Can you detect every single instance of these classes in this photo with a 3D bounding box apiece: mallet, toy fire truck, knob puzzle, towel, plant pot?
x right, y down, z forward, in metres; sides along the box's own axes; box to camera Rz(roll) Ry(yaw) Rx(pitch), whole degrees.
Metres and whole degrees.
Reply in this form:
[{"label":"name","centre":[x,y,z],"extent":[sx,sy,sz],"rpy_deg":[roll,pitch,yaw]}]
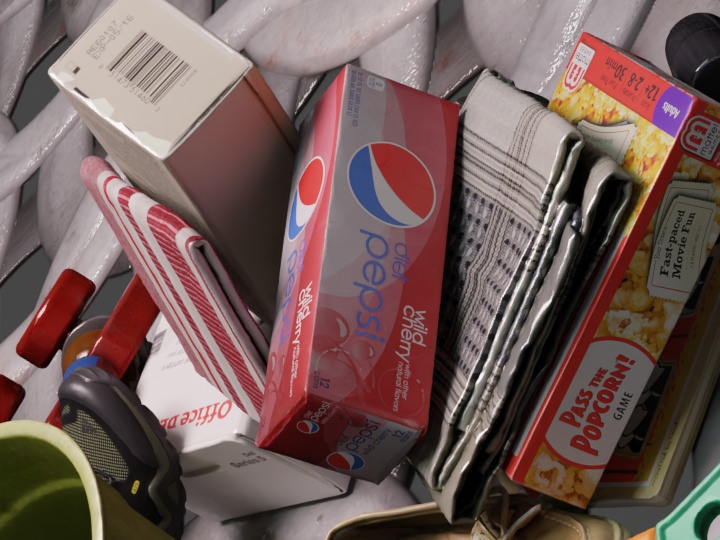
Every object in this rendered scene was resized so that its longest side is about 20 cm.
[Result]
[{"label":"mallet","centre":[0.129,-0.056,1.505],"extent":[0.200,0.041,0.066],"rpy_deg":[-43,23,21]},{"label":"toy fire truck","centre":[-0.177,0.093,1.766],"extent":[0.200,0.112,0.168],"rpy_deg":[-57,6,7]},{"label":"knob puzzle","centre":[0.117,0.033,1.463],"extent":[0.220,0.030,0.220],"rpy_deg":[-41,32,33]},{"label":"towel","centre":[0.054,0.006,1.416],"extent":[0.193,0.034,0.200],"rpy_deg":[-65,22,9]},{"label":"plant pot","centre":[-0.139,0.207,1.527],"extent":[0.200,0.190,0.201],"rpy_deg":[-25,51,34]},{"label":"towel","centre":[-0.082,0.017,1.514],"extent":[0.023,0.144,0.200],"rpy_deg":[-34,23,-11]}]

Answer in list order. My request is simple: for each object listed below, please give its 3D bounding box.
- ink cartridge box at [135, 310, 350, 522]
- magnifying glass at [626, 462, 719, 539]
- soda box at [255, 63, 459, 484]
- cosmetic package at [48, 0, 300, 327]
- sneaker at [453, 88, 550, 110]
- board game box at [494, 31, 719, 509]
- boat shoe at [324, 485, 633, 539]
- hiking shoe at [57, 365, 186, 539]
[{"label":"ink cartridge box","centre":[-0.052,0.037,1.691],"extent":[0.145,0.084,0.201],"rpy_deg":[-18,48,53]},{"label":"magnifying glass","centre":[0.154,0.117,1.286],"extent":[0.200,0.022,0.080],"rpy_deg":[-31,42,31]},{"label":"soda box","centre":[0.000,0.000,1.430],"extent":[0.063,0.070,0.201],"rpy_deg":[132,151,-51]},{"label":"cosmetic package","centre":[-0.077,-0.055,1.546],"extent":[0.073,0.200,0.103],"rpy_deg":[-47,56,-9]},{"label":"sneaker","centre":[0.044,-0.019,1.582],"extent":[0.200,0.089,0.079],"rpy_deg":[-41,61,-10]},{"label":"board game box","centre":[0.110,-0.004,1.403],"extent":[0.201,0.046,0.151],"rpy_deg":[-65,21,8]},{"label":"boat shoe","centre":[0.055,0.147,1.414],"extent":[0.200,0.063,0.074],"rpy_deg":[-15,49,54]},{"label":"hiking shoe","centre":[-0.154,0.157,1.625],"extent":[0.076,0.100,0.201],"rpy_deg":[8,111,48]}]
